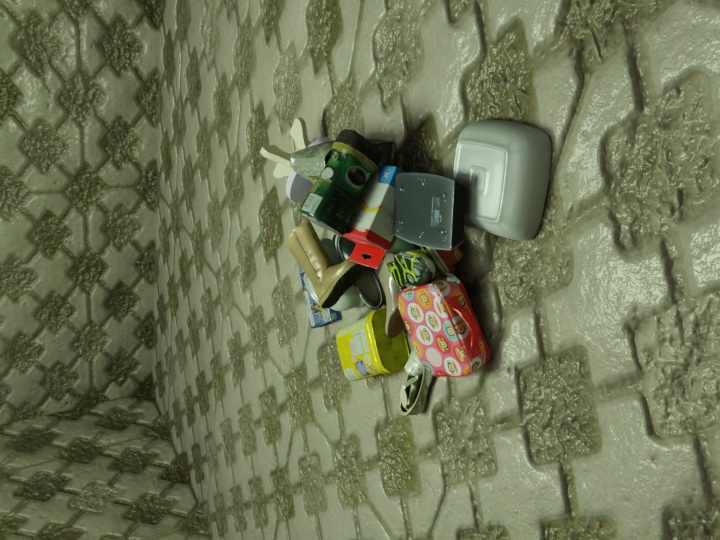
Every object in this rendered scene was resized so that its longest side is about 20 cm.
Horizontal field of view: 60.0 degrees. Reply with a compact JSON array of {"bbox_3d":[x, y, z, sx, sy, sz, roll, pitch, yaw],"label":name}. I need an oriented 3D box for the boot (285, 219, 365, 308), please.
[{"bbox_3d":[-0.089,-0.038,1.455,0.175,0.066,0.201,-46,61,32],"label":"boot"}]

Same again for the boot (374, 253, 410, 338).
[{"bbox_3d":[0.072,0.031,1.406,0.146,0.070,0.201,49,126,38],"label":"boot"}]

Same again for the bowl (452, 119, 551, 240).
[{"bbox_3d":[0.233,-0.162,1.103,0.199,0.074,0.202,29,119,52],"label":"bowl"}]

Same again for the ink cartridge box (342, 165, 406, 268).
[{"bbox_3d":[0.025,-0.115,1.301,0.116,0.067,0.202,17,81,55],"label":"ink cartridge box"}]

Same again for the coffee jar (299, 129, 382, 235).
[{"bbox_3d":[-0.037,-0.181,1.275,0.085,0.104,0.202,24,86,52],"label":"coffee jar"}]

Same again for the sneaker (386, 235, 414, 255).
[{"bbox_3d":[0.086,-0.117,1.357,0.074,0.082,0.202,-19,56,43],"label":"sneaker"}]

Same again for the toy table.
[{"bbox_3d":[-0.158,-0.291,1.629,0.117,0.183,0.201,47,117,20],"label":"toy table"}]

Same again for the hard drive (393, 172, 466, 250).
[{"bbox_3d":[0.129,-0.115,1.175,0.200,0.042,0.137,21,113,60],"label":"hard drive"}]

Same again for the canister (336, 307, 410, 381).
[{"bbox_3d":[0.024,0.184,1.505,0.200,0.086,0.150,-30,71,58],"label":"canister"}]

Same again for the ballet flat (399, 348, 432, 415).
[{"bbox_3d":[0.124,0.237,1.376,0.067,0.062,0.202,33,123,50],"label":"ballet flat"}]

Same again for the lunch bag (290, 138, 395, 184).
[{"bbox_3d":[-0.044,-0.239,1.411,0.163,0.198,0.119,16,110,55],"label":"lunch bag"}]

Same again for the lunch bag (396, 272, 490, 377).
[{"bbox_3d":[0.168,0.110,1.227,0.176,0.081,0.202,-16,97,59],"label":"lunch bag"}]

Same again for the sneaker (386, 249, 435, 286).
[{"bbox_3d":[0.110,-0.016,1.233,0.076,0.076,0.200,59,169,-7],"label":"sneaker"}]

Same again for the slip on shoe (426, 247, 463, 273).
[{"bbox_3d":[0.150,-0.081,1.272,0.061,0.074,0.201,-32,50,9],"label":"slip on shoe"}]

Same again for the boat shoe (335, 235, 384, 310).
[{"bbox_3d":[0.000,0.000,1.463,0.060,0.073,0.202,-128,16,-86],"label":"boat shoe"}]

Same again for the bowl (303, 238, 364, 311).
[{"bbox_3d":[-0.080,0.028,1.568,0.201,0.090,0.202,43,152,29],"label":"bowl"}]

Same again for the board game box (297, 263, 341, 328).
[{"bbox_3d":[-0.118,0.053,1.749,0.135,0.034,0.202,-24,76,58],"label":"board game box"}]

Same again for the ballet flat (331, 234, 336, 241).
[{"bbox_3d":[-0.030,-0.117,1.545,0.071,0.067,0.201,-111,34,-41],"label":"ballet flat"}]
